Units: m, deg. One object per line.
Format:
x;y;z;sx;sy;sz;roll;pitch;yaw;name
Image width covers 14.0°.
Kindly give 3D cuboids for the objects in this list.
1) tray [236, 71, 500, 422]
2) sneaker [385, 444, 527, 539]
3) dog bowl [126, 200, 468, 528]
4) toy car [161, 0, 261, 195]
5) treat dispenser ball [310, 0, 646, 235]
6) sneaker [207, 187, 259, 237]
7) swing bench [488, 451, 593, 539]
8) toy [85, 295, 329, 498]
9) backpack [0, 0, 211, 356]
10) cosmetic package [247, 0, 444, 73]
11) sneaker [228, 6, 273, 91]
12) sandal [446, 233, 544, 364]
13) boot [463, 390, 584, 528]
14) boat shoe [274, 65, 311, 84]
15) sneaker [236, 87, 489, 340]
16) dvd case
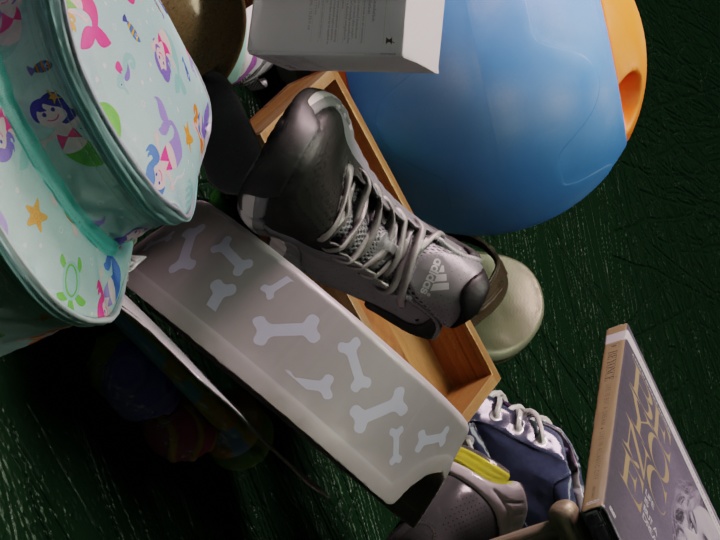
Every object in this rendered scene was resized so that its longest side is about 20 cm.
0.000;0.000;1.572;0.200;0.037;0.099;61;33;-12;tray
0.037;0.178;1.612;0.085;0.074;0.200;-42;150;-32;sneaker
-0.031;0.042;1.430;0.200;0.059;0.200;41;-4;3;dog bowl
-0.094;-0.123;1.446;0.158;0.164;0.200;37;47;-60;toy car
0.070;-0.121;1.741;0.201;0.200;0.201;56;23;-39;treat dispenser ball
-0.042;-0.037;1.620;0.085;0.078;0.200;58;22;-33;sneaker
0.062;0.220;1.464;0.200;0.199;0.130;68;18;-5;swing bench
-0.092;0.059;1.394;0.115;0.047;0.200;41;-1;25;toy
-0.153;-0.061;1.225;0.178;0.150;0.200;62;25;-29;backpack
0.002;-0.195;1.385;0.051;0.082;0.201;17;78;-63;cosmetic package
-0.090;-0.195;1.664;0.140;0.078;0.201;5;77;-72;sneaker
0.053;0.009;1.769;0.201;0.057;0.080;10;51;-52;sandal
0.081;0.097;1.823;0.200;0.090;0.073;70;18;-2;boot
-0.061;-0.208;1.759;0.071;0.091;0.201;-44;141;-47;boat shoe
0.011;-0.021;1.408;0.115;0.075;0.200;30;-6;10;sneaker
0.153;0.132;1.476;0.149;0.016;0.200;63;17;-19;dvd case
